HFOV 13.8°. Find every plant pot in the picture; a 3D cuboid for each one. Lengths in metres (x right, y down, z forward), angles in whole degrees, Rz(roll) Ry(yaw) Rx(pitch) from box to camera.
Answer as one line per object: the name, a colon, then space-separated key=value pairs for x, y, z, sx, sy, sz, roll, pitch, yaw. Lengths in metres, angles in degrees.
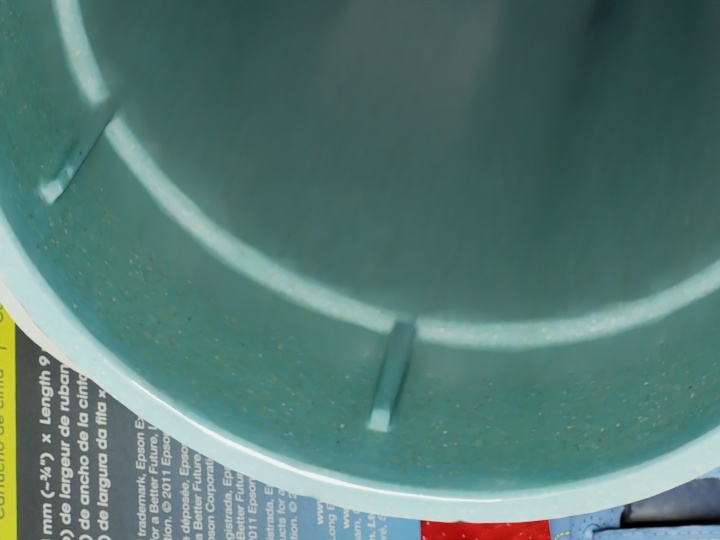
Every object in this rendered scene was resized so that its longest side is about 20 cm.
plant pot: x=0.029 y=-0.084 z=0.661 sx=0.199 sy=0.196 sz=0.201 roll=8 pitch=128 yaw=10

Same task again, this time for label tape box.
label tape box: x=-0.075 y=0.044 z=0.759 sx=0.200 sy=0.145 sz=0.063 roll=14 pitch=157 yaw=-41

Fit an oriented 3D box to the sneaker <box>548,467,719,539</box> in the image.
sneaker: x=0.080 y=0.095 z=0.699 sx=0.074 sy=0.082 sz=0.201 roll=-2 pitch=99 yaw=3

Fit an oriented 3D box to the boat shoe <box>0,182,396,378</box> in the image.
boat shoe: x=0.000 y=0.001 z=0.747 sx=0.200 sy=0.070 sz=0.071 roll=16 pitch=160 yaw=-39
